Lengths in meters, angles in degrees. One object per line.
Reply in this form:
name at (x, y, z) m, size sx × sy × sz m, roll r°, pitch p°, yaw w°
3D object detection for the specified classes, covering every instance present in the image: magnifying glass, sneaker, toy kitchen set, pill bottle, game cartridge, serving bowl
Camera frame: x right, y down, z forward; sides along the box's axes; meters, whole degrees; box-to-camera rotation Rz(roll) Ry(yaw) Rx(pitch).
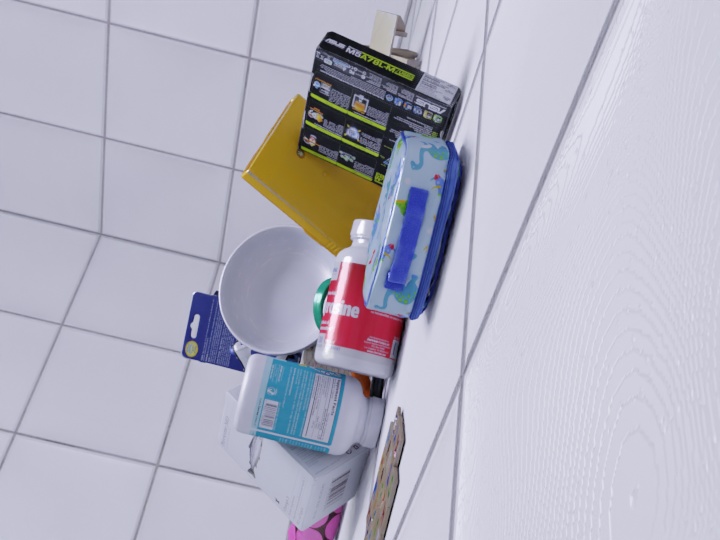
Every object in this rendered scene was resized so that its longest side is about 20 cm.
magnifying glass at (-0.018, 0.102, 1.544) m, size 0.079 × 0.022 × 0.202 m, roll -40°, pitch -59°, yaw -37°
sneaker at (-0.144, 0.107, 1.699) m, size 0.081 × 0.114 × 0.202 m, roll -178°, pitch 101°, yaw -87°
toy kitchen set at (0.101, -0.491, 2.432) m, size 0.199 × 0.179 × 0.165 m, roll 28°, pitch 114°, yaw 46°
pill bottle at (-0.069, 0.190, 1.493) m, size 0.111 × 0.197 × 0.112 m, roll -166°, pitch 90°, yaw -86°
game cartridge at (-0.058, -0.133, 1.565) m, size 0.032 × 0.200 × 0.177 m, roll -30°, pitch 25°, yaw 48°
pill bottle at (0.010, 0.038, 1.470) m, size 0.112 × 0.111 × 0.203 m, roll 125°, pitch 157°, yaw -82°
serving bowl at (-0.113, 0.035, 1.642) m, size 0.066 × 0.197 × 0.203 m, roll 52°, pitch -132°, yaw -70°

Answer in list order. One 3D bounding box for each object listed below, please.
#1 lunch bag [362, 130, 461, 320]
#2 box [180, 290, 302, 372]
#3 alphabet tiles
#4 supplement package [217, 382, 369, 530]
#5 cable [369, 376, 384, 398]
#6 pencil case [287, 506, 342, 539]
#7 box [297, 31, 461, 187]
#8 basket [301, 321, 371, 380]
lunch bag at (0.058, -0.052, 1.242) m, size 0.161 × 0.081 × 0.203 m, roll -85°, pitch 9°, yaw -77°
box at (-0.190, 0.108, 1.788) m, size 0.032 × 0.197 × 0.123 m, roll -81°, pitch 5°, yaw -75°
alphabet tiles at (0.023, 0.268, 1.253) m, size 0.167 × 0.006 × 0.203 m, roll -90°, pitch 13°, yaw -75°
supplement package at (-0.101, 0.256, 1.588) m, size 0.117 × 0.200 × 0.118 m, roll -24°, pitch -38°, yaw -39°
cable at (0.024, 0.091, 1.572) m, size 0.097 × 0.050 × 0.203 m, roll 156°, pitch 126°, yaw -85°
pencil case at (-0.066, 0.370, 1.779) m, size 0.093 × 0.090 × 0.202 m, roll 35°, pitch 115°, yaw 49°
box at (0.021, -0.204, 1.466) m, size 0.194 × 0.198 × 0.048 m, roll 105°, pitch -168°, yaw -53°
basket at (-0.033, 0.145, 1.729) m, size 0.201 × 0.122 × 0.137 m, roll 106°, pitch 176°, yaw -49°
